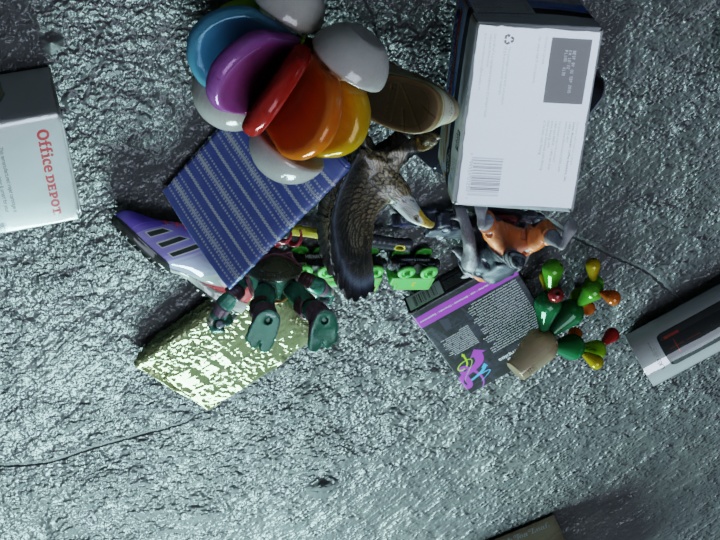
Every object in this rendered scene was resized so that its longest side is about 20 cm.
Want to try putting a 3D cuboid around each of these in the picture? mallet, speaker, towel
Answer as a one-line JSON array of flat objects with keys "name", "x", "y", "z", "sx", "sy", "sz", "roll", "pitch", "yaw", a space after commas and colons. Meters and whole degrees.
[{"name": "mallet", "x": -0.037, "y": -0.034, "z": 1.741, "sx": 0.200, "sy": 0.041, "sz": 0.066, "roll": 13, "pitch": 130, "yaw": -27}, {"name": "speaker", "x": 0.458, "y": 0.075, "z": 2.015, "sx": 0.200, "sy": 0.081, "sz": 0.081, "roll": -29, "pitch": 136, "yaw": 10}, {"name": "towel", "x": -0.111, "y": -0.098, "z": 1.592, "sx": 0.200, "sy": 0.145, "sz": 0.024, "roll": -44, "pitch": 159, "yaw": 23}, {"name": "towel", "x": -0.161, "y": 0.087, "z": 1.825, "sx": 0.200, "sy": 0.037, "sz": 0.148, "roll": -35, "pitch": 134, "yaw": 16}]

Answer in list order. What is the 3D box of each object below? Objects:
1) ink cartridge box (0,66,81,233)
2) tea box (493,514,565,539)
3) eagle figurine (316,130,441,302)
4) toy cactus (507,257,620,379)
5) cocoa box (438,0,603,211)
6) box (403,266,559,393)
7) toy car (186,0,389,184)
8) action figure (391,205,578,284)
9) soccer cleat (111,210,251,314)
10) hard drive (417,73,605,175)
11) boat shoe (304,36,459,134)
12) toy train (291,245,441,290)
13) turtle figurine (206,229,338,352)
[{"name": "ink cartridge box", "x": -0.392, "y": -0.110, "z": 1.506, "sx": 0.200, "sy": 0.084, "sz": 0.146, "roll": -11, "pitch": 136, "yaw": -11}, {"name": "tea box", "x": 0.250, "y": 0.512, "z": 2.331, "sx": 0.200, "sy": 0.134, "sz": 0.197, "roll": -23, "pitch": 136, "yaw": 3}, {"name": "eagle figurine", "x": 0.009, "y": -0.077, "z": 1.613, "sx": 0.200, "sy": 0.151, "sz": 0.152, "roll": -50, "pitch": 146, "yaw": 4}, {"name": "toy cactus", "x": 0.258, "y": 0.076, "z": 1.898, "sx": 0.165, "sy": 0.102, "sz": 0.200, "roll": -45, "pitch": 145, "yaw": -10}, {"name": "cocoa box", "x": 0.161, "y": -0.180, "z": 1.562, "sx": 0.133, "sy": 0.131, "sz": 0.200, "roll": 2, "pitch": 116, "yaw": -7}, {"name": "box", "x": 0.159, "y": 0.066, "z": 1.925, "sx": 0.143, "sy": 0.036, "sz": 0.200, "roll": -29, "pitch": 135, "yaw": 7}, {"name": "toy car", "x": -0.087, "y": -0.186, "z": 1.459, "sx": 0.175, "sy": 0.200, "sz": 0.150, "roll": -53, "pitch": 165, "yaw": 25}, {"name": "action figure", "x": 0.140, "y": -0.030, "z": 1.753, "sx": 0.200, "sy": 0.105, "sz": 0.193, "roll": 1, "pitch": 166, "yaw": -10}, {"name": "soccer cleat", "x": -0.191, "y": -0.025, "z": 1.688, "sx": 0.200, "sy": 0.068, "sz": 0.073, "roll": 35, "pitch": 92, "yaw": -34}, {"name": "hard drive", "x": 0.172, "y": -0.165, "z": 1.693, "sx": 0.135, "sy": 0.042, "sz": 0.200, "roll": 28, "pitch": 119, "yaw": -39}, {"name": "boat shoe", "x": 0.006, "y": -0.188, "z": 1.534, "sx": 0.065, "sy": 0.200, "sz": 0.072, "roll": -12, "pitch": 120, "yaw": -60}, {"name": "toy train", "x": 0.000, "y": 0.000, "z": 1.798, "sx": 0.200, "sy": 0.042, "sz": 0.056, "roll": 0, "pitch": 144, "yaw": -21}, {"name": "turtle figurine", "x": -0.098, "y": 0.024, "z": 1.636, "sx": 0.150, "sy": 0.200, "sz": 0.101, "roll": -16, "pitch": 115, "yaw": -11}]
